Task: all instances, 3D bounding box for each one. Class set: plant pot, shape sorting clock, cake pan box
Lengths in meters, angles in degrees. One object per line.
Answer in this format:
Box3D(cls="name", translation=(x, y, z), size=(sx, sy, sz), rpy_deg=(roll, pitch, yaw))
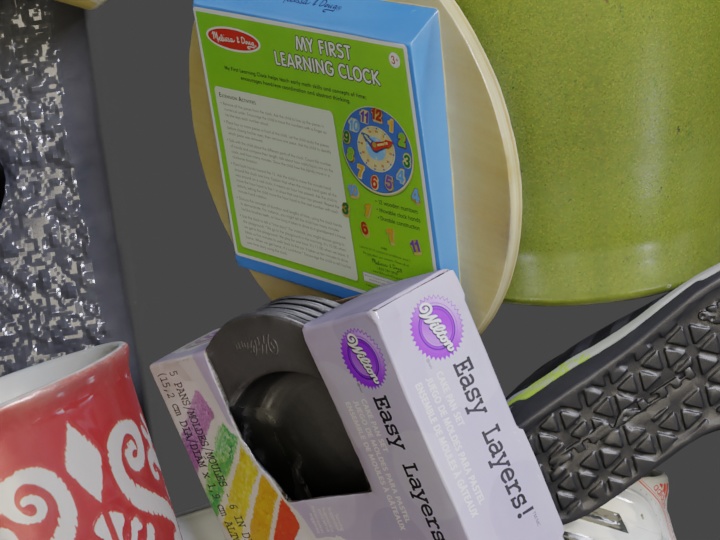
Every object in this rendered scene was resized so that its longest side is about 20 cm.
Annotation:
Box3D(cls="plant pot", translation=(0.092, -0.092, 0.924), size=(0.200, 0.200, 0.194), rpy_deg=(-6, 105, 4))
Box3D(cls="shape sorting clock", translation=(-0.005, -0.053, 0.894), size=(0.039, 0.200, 0.200), rpy_deg=(-27, 92, -36))
Box3D(cls="cake pan box", translation=(0.006, 0.102, 0.907), size=(0.052, 0.184, 0.201), rpy_deg=(-27, 98, -37))

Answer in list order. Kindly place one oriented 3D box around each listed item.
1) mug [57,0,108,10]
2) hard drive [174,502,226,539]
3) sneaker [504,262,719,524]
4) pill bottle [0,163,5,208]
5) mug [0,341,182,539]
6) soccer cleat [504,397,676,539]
Box3D(cls="mug", translation=(-0.141, -0.200, 0.966), size=(0.149, 0.186, 0.153), rpy_deg=(-41, 100, -27))
Box3D(cls="hard drive", translation=(-0.010, 0.162, 1.016), size=(0.199, 0.026, 0.132), rpy_deg=(-17, 92, 5))
Box3D(cls="sneaker", translation=(0.131, 0.036, 0.900), size=(0.200, 0.083, 0.072), rpy_deg=(-27, 103, 8))
Box3D(cls="pill bottle", translation=(-0.274, -0.051, 0.978), size=(0.200, 0.112, 0.112), rpy_deg=(29, 95, 2))
Box3D(cls="mug", translation=(-0.138, 0.148, 0.970), size=(0.133, 0.177, 0.201), rpy_deg=(-22, 95, -16))
Box3D(cls="soccer cleat", translation=(0.122, 0.137, 0.964), size=(0.085, 0.069, 0.200), rpy_deg=(-42, 89, 4))
